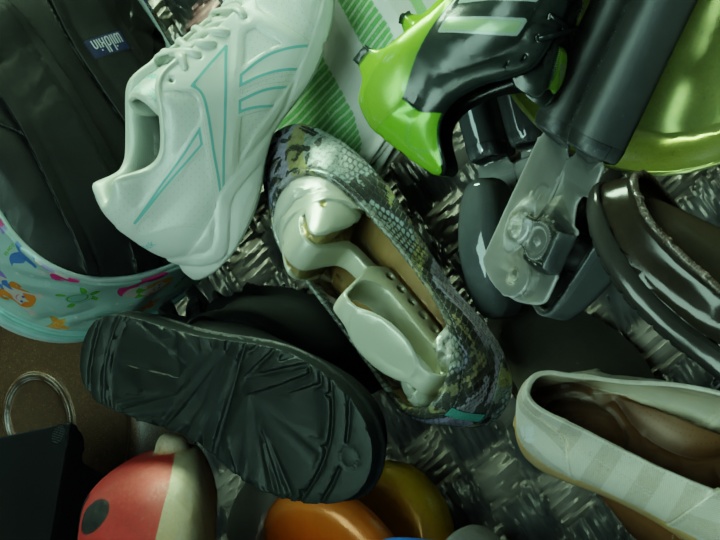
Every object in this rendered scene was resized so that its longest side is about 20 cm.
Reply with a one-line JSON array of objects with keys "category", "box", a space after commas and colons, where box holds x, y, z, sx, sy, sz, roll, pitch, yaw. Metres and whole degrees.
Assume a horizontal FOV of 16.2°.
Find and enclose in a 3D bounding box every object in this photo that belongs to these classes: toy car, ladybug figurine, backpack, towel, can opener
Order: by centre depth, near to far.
[{"category": "can opener", "box": [0.124, -0.072, 1.259, 0.053, 0.067, 0.201, 36, 104, 48]}, {"category": "can opener", "box": [0.072, -0.076, 1.327, 0.052, 0.066, 0.202, -17, 79, 32]}, {"category": "ladybug figurine", "box": [-0.117, 0.184, 1.331, 0.071, 0.136, 0.202, 5, 93, -4]}, {"category": "toy car", "box": [-0.018, 0.204, 1.357, 0.174, 0.150, 0.202, 18, 104, 31]}, {"category": "towel", "box": [-0.006, -0.123, 1.366, 0.200, 0.023, 0.153, -54, 48, 34]}, {"category": "backpack", "box": [-0.168, -0.059, 1.425, 0.200, 0.177, 0.151, 52, 141, 15]}]

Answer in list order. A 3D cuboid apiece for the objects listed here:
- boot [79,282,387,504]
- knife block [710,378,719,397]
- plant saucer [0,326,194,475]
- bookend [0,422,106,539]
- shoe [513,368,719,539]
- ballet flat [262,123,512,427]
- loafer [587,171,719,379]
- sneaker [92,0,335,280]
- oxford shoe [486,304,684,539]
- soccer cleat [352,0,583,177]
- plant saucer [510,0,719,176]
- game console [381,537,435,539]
[{"category": "boot", "box": [-0.035, 0.059, 1.349, 0.197, 0.162, 0.074, 19, 103, 30]}, {"category": "knife block", "box": [0.234, -0.026, 1.217, 0.175, 0.064, 0.202, 19, 105, 31]}, {"category": "plant saucer", "box": [-0.187, 0.088, 1.535, 0.199, 0.032, 0.202, 3, 96, 33]}, {"category": "bookend", "box": [-0.151, 0.221, 1.454, 0.092, 0.198, 0.201, -13, 58, 34]}, {"category": "shoe", "box": [0.166, 0.094, 1.217, 0.199, 0.054, 0.070, 17, 61, 15]}, {"category": "ballet flat", "box": [0.000, 0.000, 1.302, 0.201, 0.072, 0.072, 51, 119, 22]}, {"category": "loafer", "box": [0.189, 0.019, 1.170, 0.200, 0.073, 0.071, 46, 110, 17]}, {"category": "sneaker", "box": [-0.075, -0.101, 1.342, 0.070, 0.080, 0.202, -1, 65, 64]}, {"category": "oxford shoe", "box": [0.130, 0.093, 1.301, 0.200, 0.071, 0.072, 48, 152, 30]}, {"category": "soccer cleat", "box": [0.084, -0.132, 1.233, 0.200, 0.067, 0.081, -47, 74, 8]}, {"category": "plant saucer", "box": [0.153, -0.149, 1.274, 0.199, 0.031, 0.202, 3, 96, 29]}, {"category": "game console", "box": [0.081, 0.212, 1.253, 0.171, 0.198, 0.119, 129, 147, -69]}]
